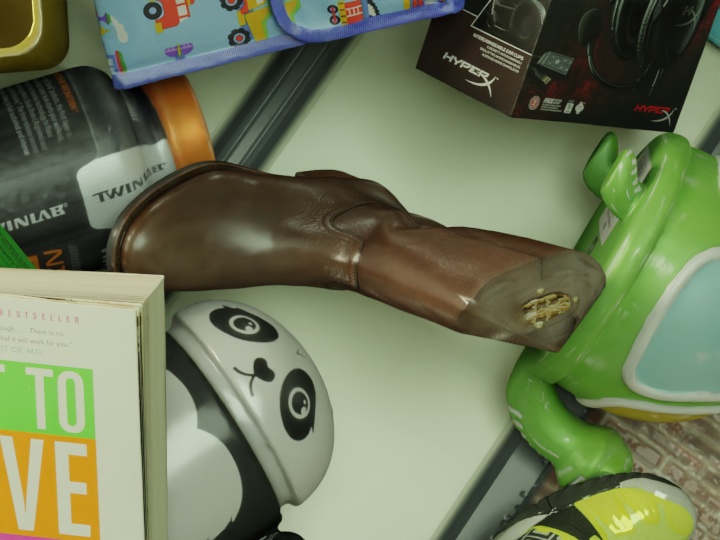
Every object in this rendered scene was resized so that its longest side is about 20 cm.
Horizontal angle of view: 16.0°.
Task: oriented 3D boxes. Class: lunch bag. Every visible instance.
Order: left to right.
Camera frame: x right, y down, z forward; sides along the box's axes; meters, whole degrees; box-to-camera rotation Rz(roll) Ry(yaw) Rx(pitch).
[{"bbox_3d":[-0.040,-0.191,1.285,0.199,0.094,0.151,-10,110,5],"label":"lunch bag"}]

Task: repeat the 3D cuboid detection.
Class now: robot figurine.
[{"bbox_3d":[-0.107,0.101,1.306,0.199,0.125,0.151,-33,124,-12],"label":"robot figurine"}]

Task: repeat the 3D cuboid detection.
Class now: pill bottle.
[{"bbox_3d":[-0.176,-0.043,1.326,0.199,0.106,0.107,-18,85,-11],"label":"pill bottle"}]

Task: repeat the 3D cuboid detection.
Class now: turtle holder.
[{"bbox_3d":[0.154,0.027,1.353,0.131,0.141,0.186,29,77,-5],"label":"turtle holder"}]

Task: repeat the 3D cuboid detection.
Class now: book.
[{"bbox_3d":[-0.160,0.100,1.215,0.133,0.048,0.201,4,109,11],"label":"book"}]

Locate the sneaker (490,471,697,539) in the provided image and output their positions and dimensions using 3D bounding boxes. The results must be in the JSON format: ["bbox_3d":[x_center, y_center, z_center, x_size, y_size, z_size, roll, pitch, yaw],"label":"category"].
[{"bbox_3d":[0.092,0.175,1.344,0.199,0.076,0.076,-27,121,-5],"label":"sneaker"}]

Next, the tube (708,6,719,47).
[{"bbox_3d":[0.138,-0.200,1.432,0.199,0.050,0.078,26,88,-10],"label":"tube"}]

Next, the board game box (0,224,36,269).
[{"bbox_3d":[-0.256,0.032,1.255,0.199,0.040,0.153,-28,116,20],"label":"board game box"}]

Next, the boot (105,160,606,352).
[{"bbox_3d":[0.000,0.000,1.267,0.186,0.200,0.065,-15,118,-39],"label":"boot"}]

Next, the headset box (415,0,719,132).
[{"bbox_3d":[0.130,-0.181,1.337,0.148,0.077,0.201,2,113,-49],"label":"headset box"}]

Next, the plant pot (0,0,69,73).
[{"bbox_3d":[-0.237,-0.179,1.285,0.199,0.176,0.201,-5,82,8],"label":"plant pot"}]
